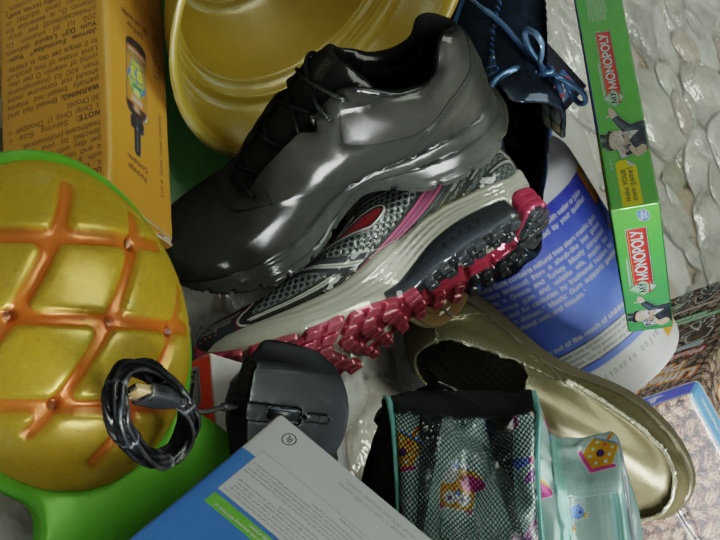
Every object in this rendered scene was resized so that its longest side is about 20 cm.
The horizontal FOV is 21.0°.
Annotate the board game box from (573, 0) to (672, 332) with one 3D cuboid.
[{"bbox_3d":[0.151,-0.084,1.137,0.135,0.029,0.201,68,15,-56],"label":"board game box"}]

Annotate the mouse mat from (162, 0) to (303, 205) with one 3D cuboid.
[{"bbox_3d":[-0.050,-0.098,1.053,0.199,0.008,0.162,10,72,-29],"label":"mouse mat"}]

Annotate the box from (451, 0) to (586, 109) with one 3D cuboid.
[{"bbox_3d":[0.040,-0.179,1.209,0.200,0.038,0.137,42,-1,-32],"label":"box"}]

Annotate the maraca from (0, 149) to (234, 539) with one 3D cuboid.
[{"bbox_3d":[-0.127,0.045,0.851,0.137,0.107,0.201,-33,106,-31],"label":"maraca"}]

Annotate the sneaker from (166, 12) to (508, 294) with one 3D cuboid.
[{"bbox_3d":[-0.024,-0.064,0.971,0.076,0.199,0.091,51,-10,41],"label":"sneaker"}]

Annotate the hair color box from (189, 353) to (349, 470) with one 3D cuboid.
[{"bbox_3d":[-0.052,0.151,0.936,0.101,0.061,0.202,19,56,-47],"label":"hair color box"}]

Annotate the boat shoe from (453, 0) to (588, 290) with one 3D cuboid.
[{"bbox_3d":[0.093,-0.084,1.105,0.084,0.068,0.202,20,66,-41],"label":"boat shoe"}]

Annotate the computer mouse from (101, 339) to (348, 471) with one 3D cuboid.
[{"bbox_3d":[-0.052,0.062,0.862,0.200,0.034,0.059,6,93,-65],"label":"computer mouse"}]

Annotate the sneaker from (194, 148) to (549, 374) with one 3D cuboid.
[{"bbox_3d":[0.000,0.000,1.021,0.075,0.199,0.081,55,-13,23],"label":"sneaker"}]

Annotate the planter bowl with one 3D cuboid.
[{"bbox_3d":[-0.039,-0.163,0.999,0.083,0.201,0.200,41,19,33],"label":"planter bowl"}]

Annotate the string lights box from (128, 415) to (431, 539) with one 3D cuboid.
[{"bbox_3d":[-0.068,0.160,0.800,0.103,0.059,0.200,37,56,23],"label":"string lights box"}]

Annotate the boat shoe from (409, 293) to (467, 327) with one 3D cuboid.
[{"bbox_3d":[-0.006,-0.055,1.109,0.071,0.064,0.201,-32,94,-35],"label":"boat shoe"}]

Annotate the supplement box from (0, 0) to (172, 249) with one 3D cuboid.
[{"bbox_3d":[-0.136,-0.105,0.953,0.067,0.068,0.201,42,36,-57],"label":"supplement box"}]

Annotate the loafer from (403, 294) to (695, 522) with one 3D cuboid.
[{"bbox_3d":[0.103,0.088,1.134,0.199,0.076,0.067,32,29,4],"label":"loafer"}]

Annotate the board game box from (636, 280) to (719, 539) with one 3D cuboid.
[{"bbox_3d":[0.249,0.119,1.347,0.160,0.096,0.200,59,34,-11],"label":"board game box"}]

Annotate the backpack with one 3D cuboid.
[{"bbox_3d":[0.071,0.178,0.994,0.176,0.152,0.201,85,12,-62],"label":"backpack"}]

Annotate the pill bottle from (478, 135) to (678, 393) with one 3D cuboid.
[{"bbox_3d":[0.104,-0.013,1.206,0.201,0.112,0.112,57,35,-15],"label":"pill bottle"}]
